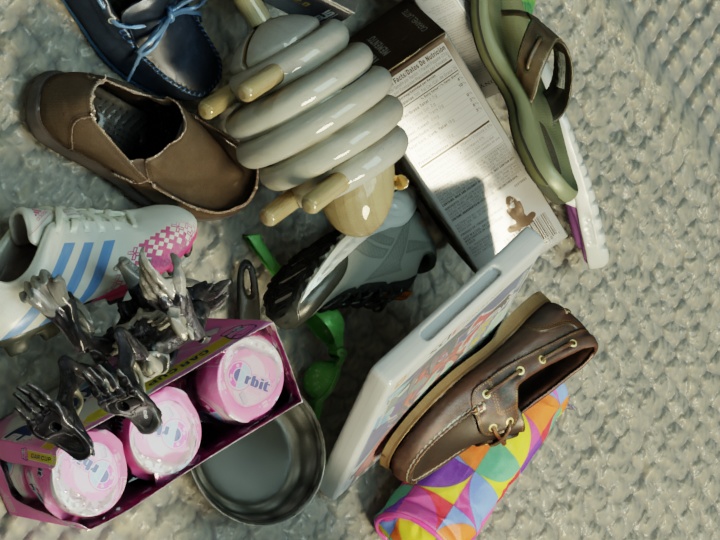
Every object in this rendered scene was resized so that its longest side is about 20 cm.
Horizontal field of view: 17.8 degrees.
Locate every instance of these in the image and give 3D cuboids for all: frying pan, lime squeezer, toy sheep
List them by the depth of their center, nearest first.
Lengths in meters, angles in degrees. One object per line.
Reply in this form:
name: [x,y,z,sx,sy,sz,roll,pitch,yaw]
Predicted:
toy sheep: [-0.038,-0.114,1.643,0.138,0.138,0.200,-37,106,-37]
frying pan: [-0.095,0.099,1.697,0.115,0.031,0.190,-23,88,-33]
lime squeezer: [-0.041,0.068,1.743,0.071,0.038,0.200,-9,95,-42]

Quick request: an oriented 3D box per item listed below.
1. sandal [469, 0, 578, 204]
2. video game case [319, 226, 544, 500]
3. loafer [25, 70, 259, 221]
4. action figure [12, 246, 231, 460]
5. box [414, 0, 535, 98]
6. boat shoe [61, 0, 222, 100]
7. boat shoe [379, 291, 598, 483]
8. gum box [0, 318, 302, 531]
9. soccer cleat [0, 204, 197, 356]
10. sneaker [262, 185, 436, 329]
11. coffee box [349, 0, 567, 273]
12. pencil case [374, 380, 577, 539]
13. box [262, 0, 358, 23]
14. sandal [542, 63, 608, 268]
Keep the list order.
sandal: [0.140,-0.148,1.773,0.080,0.057,0.201,11,57,-59]
video game case: [0.052,0.073,1.730,0.023,0.200,0.182,42,59,11]
loafer: [-0.144,-0.085,1.634,0.200,0.071,0.073,21,75,-40]
action figure: [-0.155,0.035,1.500,0.102,0.119,0.200,62,20,-21]
box: [0.071,-0.255,1.824,0.200,0.036,0.144,54,32,-28]
boat shoe: [-0.165,-0.190,1.621,0.200,0.069,0.084,41,63,-33]
boat shoe: [0.102,0.098,1.770,0.070,0.070,0.200,41,68,16]
gum box: [-0.155,0.104,1.575,0.200,0.113,0.066,-30,108,-31]
soccer cleat: [-0.194,-0.016,1.583,0.200,0.070,0.086,-32,117,-37]
sneaker: [0.000,0.000,1.728,0.079,0.074,0.200,58,39,-4]
coffee box: [0.068,-0.099,1.786,0.080,0.114,0.200,-34,114,-2]
pencil case: [0.092,0.150,1.830,0.200,0.088,0.088,-51,120,-30]
box: [-0.058,-0.298,1.665,0.158,0.048,0.200,26,66,-28]
sandal: [0.161,-0.089,1.920,0.050,0.082,0.203,-19,107,3]
